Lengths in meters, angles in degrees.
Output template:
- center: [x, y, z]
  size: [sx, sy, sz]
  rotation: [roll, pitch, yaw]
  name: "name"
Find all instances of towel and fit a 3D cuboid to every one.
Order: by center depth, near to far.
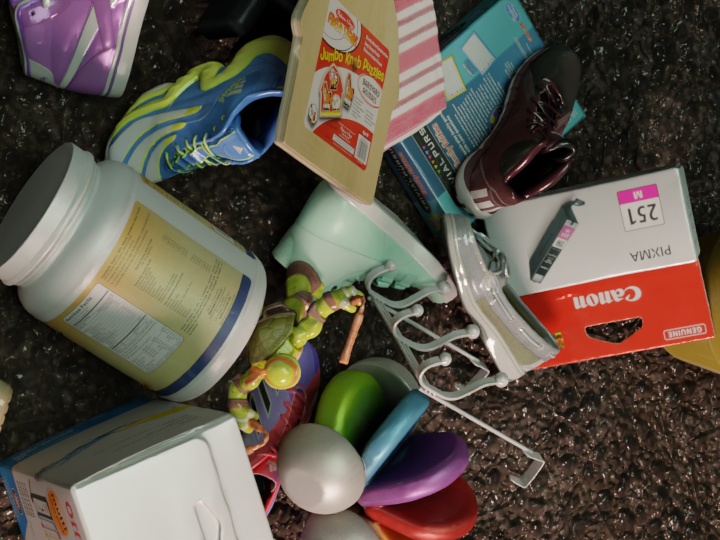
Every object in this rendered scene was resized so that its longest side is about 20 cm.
- center: [0.010, -0.204, 1.308]
  size: [0.146, 0.030, 0.202]
  rotation: [-33, 124, -38]
  name: "towel"

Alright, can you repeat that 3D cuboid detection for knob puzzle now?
- center: [-0.017, -0.176, 1.231]
  size: [0.219, 0.030, 0.223]
  rotation: [-27, 120, -60]
  name: "knob puzzle"

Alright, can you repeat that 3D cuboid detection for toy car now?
- center: [0.029, 0.183, 1.313]
  size: [0.175, 0.148, 0.202]
  rotation: [-41, 124, -50]
  name: "toy car"

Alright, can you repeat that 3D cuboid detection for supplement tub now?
- center: [-0.191, 0.001, 1.225]
  size: [0.199, 0.144, 0.146]
  rotation: [36, 73, -24]
  name: "supplement tub"

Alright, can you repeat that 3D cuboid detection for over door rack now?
- center: [0.095, 0.086, 1.355]
  size: [0.066, 0.148, 0.200]
  rotation: [-38, 131, 8]
  name: "over door rack"

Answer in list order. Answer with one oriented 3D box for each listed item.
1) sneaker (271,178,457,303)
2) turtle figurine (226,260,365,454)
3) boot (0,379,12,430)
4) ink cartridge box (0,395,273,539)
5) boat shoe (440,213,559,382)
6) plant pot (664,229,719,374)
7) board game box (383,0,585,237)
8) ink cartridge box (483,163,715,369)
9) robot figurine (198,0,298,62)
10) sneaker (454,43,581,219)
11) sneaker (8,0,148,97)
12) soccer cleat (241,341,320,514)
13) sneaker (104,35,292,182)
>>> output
- center: [0.000, 0.000, 1.388]
  size: [0.118, 0.074, 0.200]
  rotation: [-48, 129, 5]
  name: "sneaker"
- center: [-0.075, 0.063, 1.257]
  size: [0.064, 0.162, 0.200]
  rotation: [35, 108, -19]
  name: "turtle figurine"
- center: [-0.380, 0.152, 1.171]
  size: [0.164, 0.072, 0.203]
  rotation: [19, 81, -16]
  name: "boot"
- center: [-0.178, 0.201, 1.196]
  size: [0.143, 0.199, 0.149]
  rotation: [-23, 100, -28]
  name: "ink cartridge box"
- center: [0.130, 0.020, 1.421]
  size: [0.064, 0.075, 0.203]
  rotation: [-24, 123, 7]
  name: "boat shoe"
- center: [0.404, 0.031, 1.540]
  size: [0.198, 0.188, 0.204]
  rotation: [0, 90, -30]
  name: "plant pot"
- center: [0.110, -0.154, 1.456]
  size: [0.200, 0.047, 0.152]
  rotation: [-42, 109, -24]
  name: "board game box"
- center: [0.232, 0.002, 1.453]
  size: [0.044, 0.197, 0.176]
  rotation: [-30, 107, -70]
  name: "ink cartridge box"
- center: [-0.057, -0.270, 1.317]
  size: [0.124, 0.151, 0.201]
  rotation: [27, 70, 19]
  name: "robot figurine"
- center: [0.178, -0.133, 1.401]
  size: [0.075, 0.115, 0.201]
  rotation: [39, 72, -23]
  name: "sneaker"
- center: [-0.230, -0.245, 1.221]
  size: [0.113, 0.073, 0.203]
  rotation: [9, 108, -23]
  name: "sneaker"
- center: [-0.080, 0.155, 1.324]
  size: [0.066, 0.076, 0.202]
  rotation: [34, 73, -24]
  name: "soccer cleat"
- center: [-0.132, -0.119, 1.238]
  size: [0.199, 0.105, 0.076]
  rotation: [-34, 120, 13]
  name: "sneaker"
